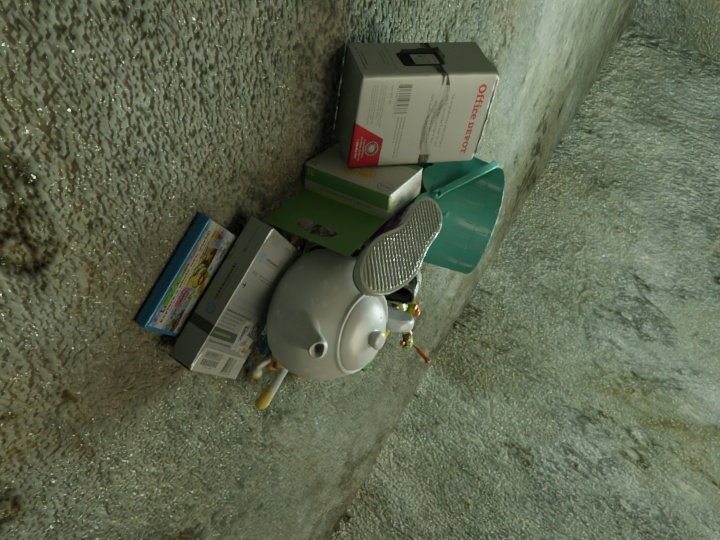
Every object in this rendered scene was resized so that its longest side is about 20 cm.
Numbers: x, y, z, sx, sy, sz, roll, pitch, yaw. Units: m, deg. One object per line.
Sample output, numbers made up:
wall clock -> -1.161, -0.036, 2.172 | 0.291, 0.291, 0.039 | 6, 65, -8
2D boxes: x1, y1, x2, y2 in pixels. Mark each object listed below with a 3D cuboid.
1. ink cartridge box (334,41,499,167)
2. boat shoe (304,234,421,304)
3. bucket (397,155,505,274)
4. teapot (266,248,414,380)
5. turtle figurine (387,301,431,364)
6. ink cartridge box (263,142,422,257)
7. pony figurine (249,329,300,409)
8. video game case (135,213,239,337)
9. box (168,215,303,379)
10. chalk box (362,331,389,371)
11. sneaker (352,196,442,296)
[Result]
ink cartridge box -> 0.074, -0.230, 0.961 | 0.195, 0.084, 0.147 | -6, 138, -17
boat shoe -> 0.000, 0.000, 1.096 | 0.064, 0.196, 0.072 | -65, 169, -55
bucket -> 0.138, -0.101, 1.114 | 0.207, 0.132, 0.212 | -162, -90, -85
teapot -> -0.025, 0.073, 0.975 | 0.201, 0.144, 0.199 | -54, 146, -26
turtle figurine -> 0.041, 0.063, 1.148 | 0.158, 0.203, 0.065 | 6, 138, -33
ink cartridge box -> -0.021, -0.107, 0.955 | 0.200, 0.143, 0.049 | -41, 146, -47
pony figurine -> -0.096, 0.124, 1.154 | 0.192, 0.167, 0.201 | -33, 165, -42
video game case -> -0.193, 0.020, 0.878 | 0.145, 0.018, 0.200 | -59, 164, -4
box -> -0.157, 0.042, 0.921 | 0.202, 0.041, 0.156 | -59, 164, -5
chalk box -> -0.019, 0.089, 1.330 | 0.125, 0.123, 0.201 | -55, 162, -15
sneaker -> 0.030, -0.017, 0.946 | 0.113, 0.073, 0.200 | -24, -167, 43
